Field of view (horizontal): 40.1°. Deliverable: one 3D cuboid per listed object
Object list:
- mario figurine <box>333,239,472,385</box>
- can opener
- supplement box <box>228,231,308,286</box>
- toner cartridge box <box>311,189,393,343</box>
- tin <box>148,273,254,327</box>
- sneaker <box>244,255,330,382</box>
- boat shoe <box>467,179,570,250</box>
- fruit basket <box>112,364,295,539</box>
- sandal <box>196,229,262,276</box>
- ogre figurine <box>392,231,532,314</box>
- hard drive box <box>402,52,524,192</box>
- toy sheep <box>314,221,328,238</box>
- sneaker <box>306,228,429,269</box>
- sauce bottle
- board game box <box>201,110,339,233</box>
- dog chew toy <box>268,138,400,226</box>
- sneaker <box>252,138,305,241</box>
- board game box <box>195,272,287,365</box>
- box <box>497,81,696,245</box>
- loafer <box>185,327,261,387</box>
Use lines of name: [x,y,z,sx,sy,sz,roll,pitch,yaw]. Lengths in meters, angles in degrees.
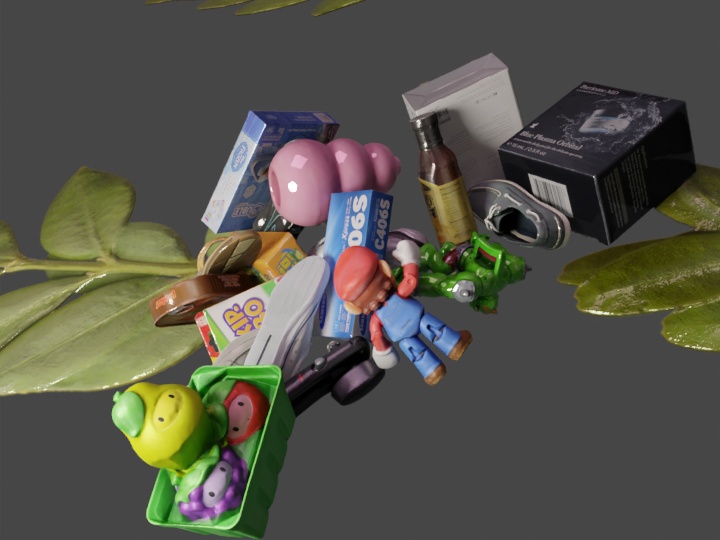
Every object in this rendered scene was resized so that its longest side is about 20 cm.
mario figurine: [0.050,0.046,1.257,0.123,0.200,0.106,-43,-6,-26]
can opener: [-0.066,0.153,1.282,0.197,0.064,0.079,-28,34,-7]
supplement box: [-0.155,-0.015,1.525,0.069,0.067,0.198,-51,26,-23]
toner cartridge box: [-0.011,-0.006,1.364,0.094,0.043,0.205,-1,79,52]
tin: [-0.230,0.043,1.453,0.111,0.042,0.199,-33,-13,22]
sneaker: [-0.094,0.077,1.354,0.072,0.071,0.202,17,71,37]
boat shoe: [0.211,-0.081,1.413,0.061,0.074,0.199,-8,26,-36]
fruit basket: [-0.183,0.193,1.142,0.153,0.218,0.217,-3,38,27]
sandal: [-0.208,-0.017,1.462,0.079,0.055,0.200,-16,-14,-30]
ogre figurine: [0.142,0.000,1.326,0.119,0.100,0.198,22,10,42]
hard drive box: [0.169,-0.199,1.499,0.153,0.203,0.077,-23,32,-2]
toy sheep: [-0.022,-0.117,1.580,0.136,0.139,0.202,-25,47,-3]
sneaker: [0.000,0.000,1.442,0.196,0.076,0.116,-7,34,20]
sauce bottle: [0.118,-0.126,1.425,0.065,0.204,0.066,-17,13,4]
board game box: [-0.141,-0.159,1.584,0.043,0.201,0.199,40,27,22]
dog chew toy: [-0.034,-0.138,1.460,0.196,0.127,0.125,-12,29,-18]
sneaker: [-0.107,-0.108,1.549,0.074,0.203,0.079,-10,41,-41]
board game box: [-0.134,0.068,1.418,0.197,0.097,0.030,-24,-1,3]
box: [0.338,-0.161,1.418,0.199,0.119,0.195,-37,35,-21]
loafer: [-0.182,0.158,1.351,0.200,0.070,0.069,-44,43,-16]
